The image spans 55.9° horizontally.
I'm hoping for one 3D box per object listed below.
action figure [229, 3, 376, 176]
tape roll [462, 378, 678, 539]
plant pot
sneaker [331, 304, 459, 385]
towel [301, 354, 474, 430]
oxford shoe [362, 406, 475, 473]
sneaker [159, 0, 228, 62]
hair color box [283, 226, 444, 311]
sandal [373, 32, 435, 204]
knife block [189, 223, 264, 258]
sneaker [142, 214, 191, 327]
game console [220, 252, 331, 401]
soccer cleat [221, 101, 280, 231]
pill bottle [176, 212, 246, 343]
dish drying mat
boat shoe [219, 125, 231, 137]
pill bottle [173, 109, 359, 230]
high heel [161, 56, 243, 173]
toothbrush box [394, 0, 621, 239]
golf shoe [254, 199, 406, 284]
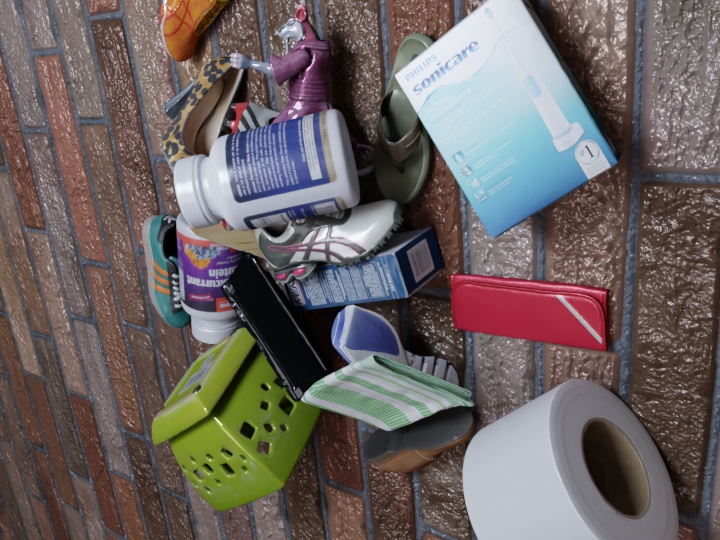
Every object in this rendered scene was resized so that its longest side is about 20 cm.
[{"bbox_3d":[-0.063,-0.217,0.829,0.147,0.134,0.203,19,123,29],"label":"action figure"},{"bbox_3d":[0.232,0.242,0.756,0.204,0.202,0.139,52,130,6],"label":"tape roll"},{"bbox_3d":[-0.190,0.218,1.041,0.182,0.200,0.199,45,132,-15],"label":"plant pot"},{"bbox_3d":[0.027,0.133,0.913,0.198,0.082,0.114,35,148,-25],"label":"sneaker"},{"bbox_3d":[0.028,0.159,0.851,0.151,0.024,0.199,24,150,-21],"label":"towel"},{"bbox_3d":[0.095,0.243,0.965,0.071,0.072,0.199,41,135,-21],"label":"oxford shoe"},{"bbox_3d":[-0.222,-0.368,0.929,0.077,0.073,0.201,37,131,6],"label":"sneaker"},{"bbox_3d":[0.000,0.000,0.896,0.198,0.100,0.061,-8,106,40],"label":"hair color box"},{"bbox_3d":[0.047,-0.177,0.811,0.079,0.057,0.204,22,121,28],"label":"sandal"},{"bbox_3d":[-0.119,-0.086,0.918,0.197,0.065,0.176,19,147,-11],"label":"knife block"},{"bbox_3d":[-0.318,0.005,1.163,0.079,0.071,0.204,3,110,41],"label":"sneaker"},{"bbox_3d":[-0.098,0.070,0.974,0.116,0.176,0.202,-36,86,24],"label":"game console"},{"bbox_3d":[-0.144,-0.141,0.898,0.084,0.203,0.069,8,148,-6],"label":"soccer cleat"},{"bbox_3d":[-0.229,0.008,1.069,0.110,0.111,0.203,20,121,29],"label":"pill bottle"},{"bbox_3d":[0.198,0.048,0.819,0.197,0.018,0.078,6,113,36],"label":"dish drying mat"},{"bbox_3d":[-0.188,-0.167,0.993,0.199,0.063,0.074,31,125,24],"label":"boat shoe"},{"bbox_3d":[-0.106,-0.109,0.780,0.196,0.111,0.113,-12,105,6],"label":"pill bottle"},{"bbox_3d":[-0.203,-0.202,0.931,0.141,0.071,0.202,-31,58,19],"label":"high heel"},{"bbox_3d":[0.152,-0.160,0.700,0.145,0.085,0.202,-33,89,26],"label":"toothbrush box"},{"bbox_3d":[-0.041,-0.049,0.830,0.197,0.078,0.089,-21,121,23],"label":"golf shoe"}]
